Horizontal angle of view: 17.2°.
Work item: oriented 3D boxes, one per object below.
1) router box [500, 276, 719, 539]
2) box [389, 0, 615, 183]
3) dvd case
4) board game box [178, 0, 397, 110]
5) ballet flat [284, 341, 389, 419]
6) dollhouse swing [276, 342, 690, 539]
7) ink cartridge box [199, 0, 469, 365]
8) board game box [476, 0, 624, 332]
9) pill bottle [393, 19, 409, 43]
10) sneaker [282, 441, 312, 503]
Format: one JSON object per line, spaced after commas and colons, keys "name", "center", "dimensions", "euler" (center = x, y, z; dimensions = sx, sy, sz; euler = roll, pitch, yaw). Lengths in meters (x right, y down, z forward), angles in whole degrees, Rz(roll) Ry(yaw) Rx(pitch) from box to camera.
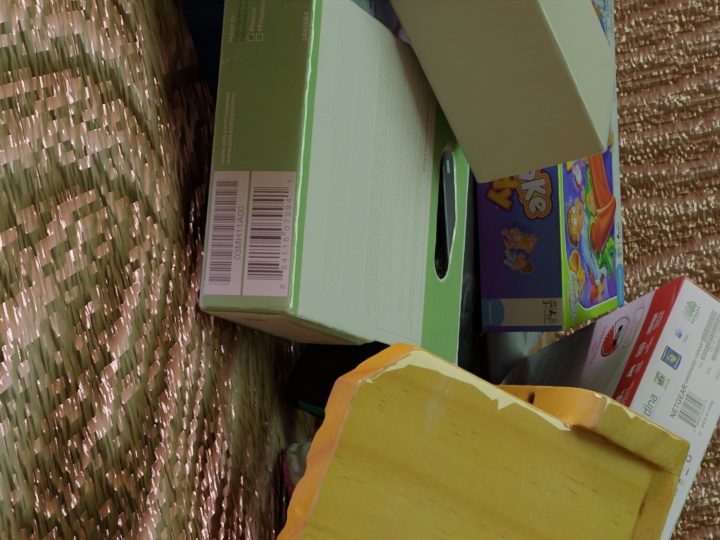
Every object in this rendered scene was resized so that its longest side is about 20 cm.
{"name": "router box", "center": [0.102, 0.118, 1.214], "dimensions": [0.179, 0.049, 0.200], "euler": [-34, -155, 58]}
{"name": "box", "center": [0.050, -0.143, 1.075], "dimensions": [0.082, 0.068, 0.200], "euler": [-76, 146, -50]}
{"name": "dvd case", "center": [0.071, -0.015, 1.263], "dimensions": [0.200, 0.016, 0.149], "euler": [-43, 132, -65]}
{"name": "board game box", "center": [-0.034, -0.151, 1.135], "dimensions": [0.199, 0.043, 0.200], "euler": [-73, 155, -45]}
{"name": "ballet flat", "center": [0.000, 0.000, 1.187], "dimensions": [0.200, 0.068, 0.068], "euler": [-75, 159, -51]}
{"name": "dollhouse swing", "center": [0.017, 0.134, 1.018], "dimensions": [0.182, 0.175, 0.201], "euler": [-3, -115, 69]}
{"name": "ink cartridge box", "center": [-0.006, -0.038, 1.065], "dimensions": [0.200, 0.048, 0.146], "euler": [24, 68, -68]}
{"name": "board game box", "center": [0.099, -0.074, 1.249], "dimensions": [0.134, 0.045, 0.201], "euler": [-16, 104, -70]}
{"name": "pill bottle", "center": [0.027, -0.067, 1.330], "dimensions": [0.113, 0.112, 0.200], "euler": [-92, 169, -45]}
{"name": "sneaker", "center": [0.017, 0.110, 1.130], "dimensions": [0.200, 0.087, 0.074], "euler": [-8, 88, -82]}
